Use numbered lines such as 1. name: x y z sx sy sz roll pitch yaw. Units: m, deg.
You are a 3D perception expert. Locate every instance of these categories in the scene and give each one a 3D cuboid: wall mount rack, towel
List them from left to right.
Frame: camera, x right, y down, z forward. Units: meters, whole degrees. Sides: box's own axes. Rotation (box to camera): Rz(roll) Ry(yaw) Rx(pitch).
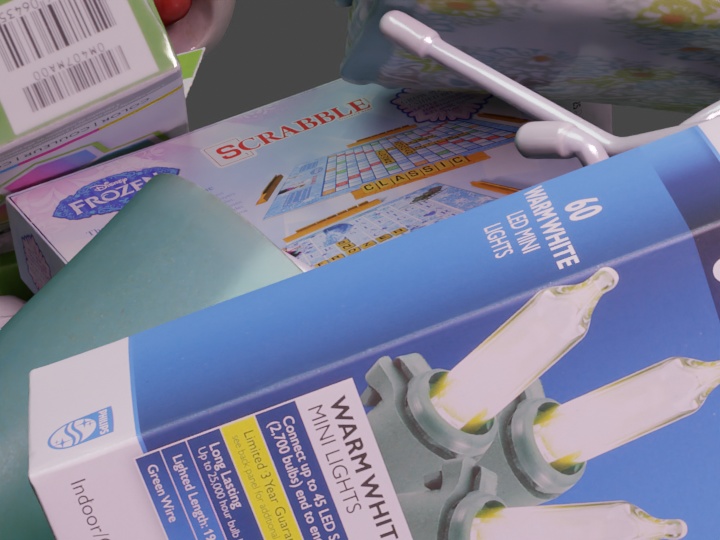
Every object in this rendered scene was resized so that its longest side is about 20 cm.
1. wall mount rack: 0.045 -0.033 0.786 0.173 0.075 0.200 -10 22 47
2. towel: 0.081 -0.095 0.948 0.170 0.049 0.200 4 -6 -5

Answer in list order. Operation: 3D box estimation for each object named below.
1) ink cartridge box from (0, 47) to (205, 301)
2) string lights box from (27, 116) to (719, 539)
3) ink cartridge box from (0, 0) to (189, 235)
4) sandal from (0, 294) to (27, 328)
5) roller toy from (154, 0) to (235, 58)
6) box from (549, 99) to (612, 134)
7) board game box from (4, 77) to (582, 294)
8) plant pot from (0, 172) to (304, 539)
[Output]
1. ink cartridge box: -0.132 -0.013 1.166 0.147 0.076 0.200 -15 24 12
2. string lights box: 0.034 0.043 0.618 0.199 0.103 0.059 -21 22 2
3. ink cartridge box: -0.124 -0.060 1.050 0.103 0.060 0.200 -24 -8 -6
4. sandal: -0.125 0.047 1.047 0.205 0.080 0.059 -11 10 -7
5. roller toy: -0.164 -0.161 1.354 0.139 0.183 0.200 -35 4 -28
6. box: 0.050 -0.156 1.112 0.041 0.201 0.156 -24 56 -11
7. board game box: 0.000 0.000 0.982 0.199 0.041 0.199 -20 37 -21
8. plant pot: -0.057 0.101 0.755 0.161 0.201 0.200 -39 29 -12
